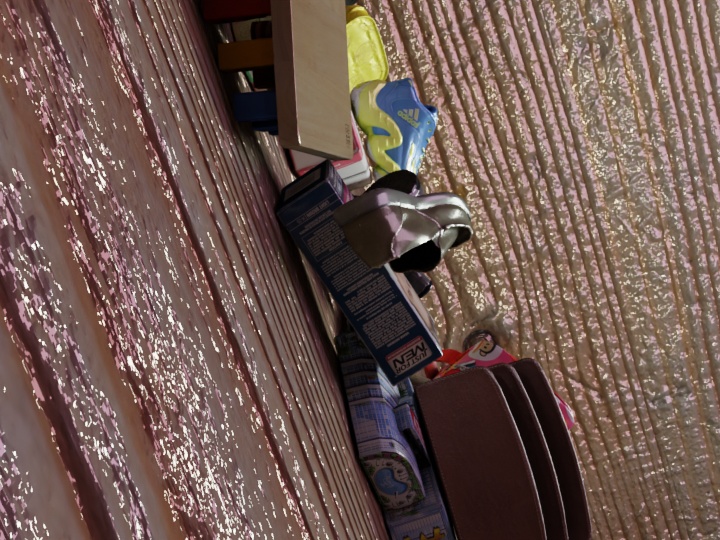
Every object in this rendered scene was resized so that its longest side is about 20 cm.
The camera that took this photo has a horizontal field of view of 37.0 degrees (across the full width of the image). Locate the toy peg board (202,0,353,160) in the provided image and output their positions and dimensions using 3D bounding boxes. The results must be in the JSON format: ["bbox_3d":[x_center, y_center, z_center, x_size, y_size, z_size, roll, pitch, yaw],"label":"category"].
[{"bbox_3d":[-0.079,-0.202,0.962,0.200,0.096,0.202,-9,97,-77],"label":"toy peg board"}]

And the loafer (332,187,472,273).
[{"bbox_3d":[0.045,-0.027,0.969,0.199,0.075,0.070,-2,70,-57],"label":"loafer"}]

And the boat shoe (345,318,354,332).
[{"bbox_3d":[0.009,0.073,1.234,0.200,0.067,0.073,-39,150,-77],"label":"boat shoe"}]

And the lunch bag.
[{"bbox_3d":[0.147,0.162,1.289,0.176,0.082,0.200,43,-26,4],"label":"lunch bag"}]

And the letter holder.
[{"bbox_3d":[0.149,0.195,1.080,0.101,0.140,0.202,56,18,-78],"label":"letter holder"}]

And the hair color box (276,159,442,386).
[{"bbox_3d":[0.000,0.000,1.025,0.201,0.060,0.100,57,9,-15],"label":"hair color box"}]

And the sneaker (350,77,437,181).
[{"bbox_3d":[0.060,-0.153,1.375,0.076,0.104,0.202,-103,174,-65],"label":"sneaker"}]

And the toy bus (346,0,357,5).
[{"bbox_3d":[-0.076,-0.420,1.306,0.191,0.137,0.200,33,27,13],"label":"toy bus"}]

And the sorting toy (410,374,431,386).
[{"bbox_3d":[0.086,0.194,1.288,0.199,0.036,0.186,22,-35,40],"label":"sorting toy"}]

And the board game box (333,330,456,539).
[{"bbox_3d":[0.042,0.191,1.074,0.201,0.061,0.201,68,5,-46],"label":"board game box"}]

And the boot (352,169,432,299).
[{"bbox_3d":[0.037,-0.026,1.133,0.132,0.070,0.199,51,-24,-12],"label":"boot"}]

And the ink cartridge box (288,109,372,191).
[{"bbox_3d":[-0.049,-0.179,1.310,0.200,0.084,0.147,40,32,-82],"label":"ink cartridge box"}]

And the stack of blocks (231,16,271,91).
[{"bbox_3d":[-0.101,-0.265,1.151,0.115,0.058,0.202,66,7,-59],"label":"stack of blocks"}]

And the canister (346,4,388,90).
[{"bbox_3d":[-0.059,-0.339,1.467,0.200,0.086,0.149,50,-8,31],"label":"canister"}]
